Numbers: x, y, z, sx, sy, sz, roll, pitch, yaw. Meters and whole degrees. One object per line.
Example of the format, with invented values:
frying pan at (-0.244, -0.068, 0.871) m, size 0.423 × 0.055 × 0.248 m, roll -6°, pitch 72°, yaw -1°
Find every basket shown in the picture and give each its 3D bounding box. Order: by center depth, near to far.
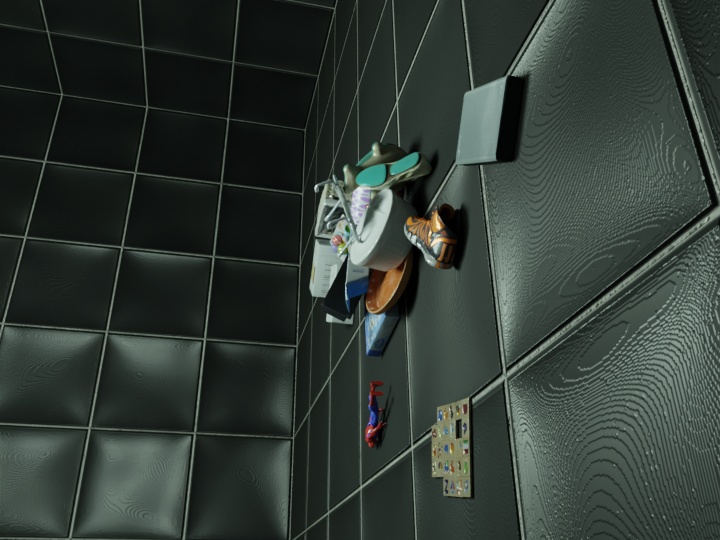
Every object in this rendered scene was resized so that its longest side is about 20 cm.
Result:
basket at (-0.082, -0.217, 2.396) m, size 0.200 × 0.135 × 0.124 m, roll 113°, pitch 162°, yaw -54°

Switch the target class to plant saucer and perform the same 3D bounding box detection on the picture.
plant saucer at (0.076, 0.018, 1.665) m, size 0.201 × 0.032 × 0.201 m, roll -54°, pitch 21°, yaw 33°

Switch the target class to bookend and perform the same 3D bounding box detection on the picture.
bookend at (-0.041, 0.069, 1.955) m, size 0.201 × 0.092 × 0.199 m, roll -63°, pitch -2°, yaw -25°

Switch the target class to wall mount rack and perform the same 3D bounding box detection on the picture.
wall mount rack at (-0.058, -0.132, 1.680) m, size 0.174 × 0.074 × 0.201 m, roll 67°, pitch -176°, yaw -63°

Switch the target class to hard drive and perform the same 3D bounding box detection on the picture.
hard drive at (0.226, -0.261, 1.199) m, size 0.200 × 0.033 × 0.140 m, roll -149°, pitch 65°, yaw -77°

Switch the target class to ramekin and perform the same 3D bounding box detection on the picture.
ramekin at (0.063, -0.091, 1.635) m, size 0.203 × 0.094 × 0.203 m, roll -54°, pitch 22°, yaw 34°

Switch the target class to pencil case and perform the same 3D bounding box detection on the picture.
pencil case at (0.019, -0.234, 2.057) m, size 0.085 × 0.084 × 0.201 m, roll -23°, pitch -52°, yaw -62°

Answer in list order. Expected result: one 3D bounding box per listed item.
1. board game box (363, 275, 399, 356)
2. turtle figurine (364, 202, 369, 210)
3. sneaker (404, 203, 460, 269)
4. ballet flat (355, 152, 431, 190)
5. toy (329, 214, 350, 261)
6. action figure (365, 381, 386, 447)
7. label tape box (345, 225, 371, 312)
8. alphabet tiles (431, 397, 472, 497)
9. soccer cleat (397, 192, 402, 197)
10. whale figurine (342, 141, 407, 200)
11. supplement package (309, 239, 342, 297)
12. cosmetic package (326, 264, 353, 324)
board game box at (0.053, 0.097, 1.819) m, size 0.199 × 0.043 × 0.201 m, roll 112°, pitch 161°, yaw -49°
turtle figurine at (0.044, -0.178, 1.940) m, size 0.161 × 0.064 × 0.201 m, roll 169°, pitch 107°, yaw -78°
sneaker at (0.157, -0.093, 1.379) m, size 0.200 × 0.077 × 0.112 m, roll -124°, pitch 44°, yaw -55°
ballet flat at (0.080, -0.222, 1.587) m, size 0.199 × 0.062 × 0.068 m, roll -12°, pitch 58°, yaw 38°
toy at (-0.068, -0.097, 2.353) m, size 0.115 × 0.047 × 0.200 m, roll 56°, pitch 149°, yaw 15°
action figure at (0.038, 0.385, 1.744) m, size 0.066 × 0.051 × 0.201 m, roll -94°, pitch 10°, yaw -60°
label tape box at (0.000, 0.000, 1.788) m, size 0.143 × 0.066 × 0.201 m, roll 79°, pitch -166°, yaw -72°
alphabet tiles at (0.168, 0.334, 1.251) m, size 0.200 × 0.008 × 0.168 m, roll 127°, pitch 147°, yaw -69°
soccer cleat at (0.057, -0.137, 1.812) m, size 0.069 × 0.085 × 0.201 m, roll -119°, pitch 36°, yaw -69°
whale figurine at (0.030, -0.256, 1.709) m, size 0.104 × 0.199 × 0.160 m, roll 38°, pitch 137°, yaw 45°
supplement package at (-0.124, -0.007, 2.551) m, size 0.114 × 0.109 × 0.201 m, roll -126°, pitch 43°, yaw -73°
cosmetic package at (-0.064, 0.082, 2.300) m, size 0.113 × 0.081 × 0.201 m, roll 174°, pitch 100°, yaw -78°
